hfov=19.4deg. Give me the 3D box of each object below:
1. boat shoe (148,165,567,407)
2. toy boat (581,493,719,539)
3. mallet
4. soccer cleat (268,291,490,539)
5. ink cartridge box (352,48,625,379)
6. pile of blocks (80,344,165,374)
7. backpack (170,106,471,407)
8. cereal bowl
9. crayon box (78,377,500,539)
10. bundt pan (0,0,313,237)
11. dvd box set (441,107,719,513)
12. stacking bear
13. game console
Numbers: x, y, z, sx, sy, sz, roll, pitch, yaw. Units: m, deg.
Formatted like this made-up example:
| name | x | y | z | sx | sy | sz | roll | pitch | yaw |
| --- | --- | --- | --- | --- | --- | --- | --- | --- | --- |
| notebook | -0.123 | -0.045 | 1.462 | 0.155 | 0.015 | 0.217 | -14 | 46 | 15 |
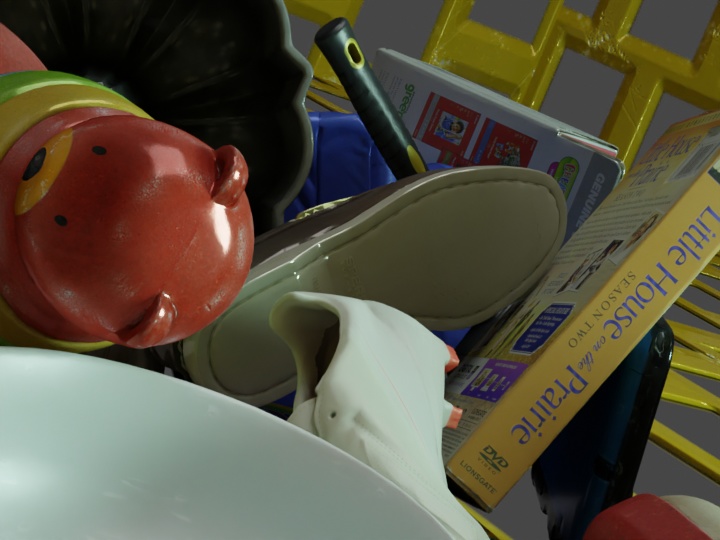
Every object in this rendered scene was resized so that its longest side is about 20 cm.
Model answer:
| name | x | y | z | sx | sy | sz | roll | pitch | yaw |
| --- | --- | --- | --- | --- | --- | --- | --- | --- | --- |
| boat shoe | 0.000 | 0.000 | 0.910 | 0.199 | 0.072 | 0.059 | -25 | 23 | -28 |
| toy boat | 0.098 | 0.164 | 0.702 | 0.130 | 0.131 | 0.200 | -12 | 19 | -15 |
| mallet | 0.029 | -0.021 | 0.969 | 0.041 | 0.066 | 0.200 | -7 | -52 | 49 |
| soccer cleat | 0.005 | 0.086 | 0.766 | 0.077 | 0.069 | 0.201 | 20 | 35 | -25 |
| ink cartridge box | 0.058 | 0.001 | 1.203 | 0.175 | 0.201 | 0.084 | 28 | 9 | 31 |
| pile of blocks | -0.163 | 0.020 | 1.054 | 0.200 | 0.082 | 0.062 | 45 | -21 | 44 |
| backpack | -0.021 | 0.004 | 1.091 | 0.167 | 0.164 | 0.200 | 6 | -1 | -3 |
| cereal bowl | -0.066 | 0.103 | 0.652 | 0.199 | 0.084 | 0.200 | 21 | 13 | -5 |
| crayon box | -0.055 | 0.092 | 0.846 | 0.199 | 0.059 | 0.119 | 17 | 11 | -36 |
| bundt pan | -0.121 | -0.066 | 0.945 | 0.201 | 0.203 | 0.076 | 22 | -2 | -4 |
| dvd box set | 0.097 | 0.014 | 0.896 | 0.029 | 0.200 | 0.146 | 42 | -7 | -5 |
| stacking bear | -0.108 | -0.021 | 0.760 | 0.114 | 0.122 | 0.200 | 41 | -14 | -29 |
| game console | 0.146 | 0.103 | 0.963 | 0.118 | 0.172 | 0.200 | 16 | 9 | -3 |
